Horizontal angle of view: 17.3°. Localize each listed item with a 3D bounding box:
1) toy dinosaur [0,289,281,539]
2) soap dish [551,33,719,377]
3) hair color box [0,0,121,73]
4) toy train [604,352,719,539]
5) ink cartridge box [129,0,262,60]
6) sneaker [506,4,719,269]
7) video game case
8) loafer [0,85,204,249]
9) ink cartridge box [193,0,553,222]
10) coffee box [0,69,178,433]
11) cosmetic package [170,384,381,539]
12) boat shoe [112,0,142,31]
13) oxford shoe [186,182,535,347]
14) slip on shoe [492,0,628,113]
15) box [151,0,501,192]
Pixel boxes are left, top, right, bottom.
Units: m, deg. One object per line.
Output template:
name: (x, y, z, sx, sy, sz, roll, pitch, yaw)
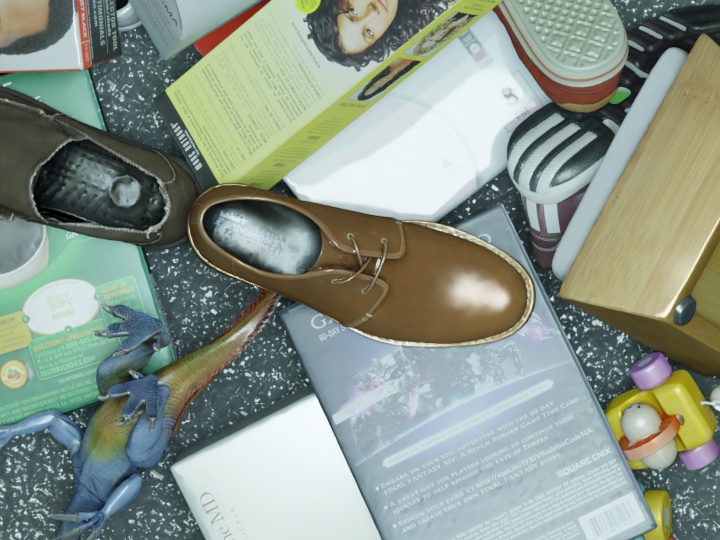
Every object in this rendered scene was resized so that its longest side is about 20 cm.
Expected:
toy dinosaur: (-0.133, 0.113, 1.349, 0.199, 0.182, 0.105, -12, 54, -17)
soap dish: (0.202, -0.024, 1.311, 0.081, 0.200, 0.158, 30, 92, 34)
hair color box: (-0.241, -0.163, 1.337, 0.198, 0.061, 0.102, -1, 102, 17)
toy train: (0.191, 0.134, 1.344, 0.150, 0.056, 0.201, 35, 120, 2)
ink cartridge box: (-0.036, -0.183, 1.267, 0.160, 0.200, 0.047, -32, 96, -13)
sneaker: (0.163, -0.069, 1.377, 0.199, 0.116, 0.076, -32, 47, -25)
video game case: (0.059, 0.083, 1.322, 0.142, 0.019, 0.201, -25, 80, 1)
loafer: (-0.184, -0.063, 1.325, 0.198, 0.071, 0.074, 12, 92, -1)
ink cartridge box: (0.004, -0.124, 1.380, 0.162, 0.057, 0.200, -37, 96, 1)
coffee box: (-0.188, -0.016, 1.385, 0.122, 0.044, 0.201, -18, 93, 0)
cosmetic package: (0.001, 0.109, 1.376, 0.199, 0.071, 0.102, -28, 92, 1)
boat shoe: (-0.166, -0.236, 1.365, 0.073, 0.065, 0.201, -27, 92, 1)
oxford shoe: (0.000, 0.000, 1.291, 0.198, 0.071, 0.072, 13, 89, -2)
slip on shoe: (0.095, -0.169, 1.342, 0.074, 0.061, 0.201, -20, 57, -7)
box: (-0.020, -0.123, 1.321, 0.200, 0.050, 0.076, -39, 74, 23)
